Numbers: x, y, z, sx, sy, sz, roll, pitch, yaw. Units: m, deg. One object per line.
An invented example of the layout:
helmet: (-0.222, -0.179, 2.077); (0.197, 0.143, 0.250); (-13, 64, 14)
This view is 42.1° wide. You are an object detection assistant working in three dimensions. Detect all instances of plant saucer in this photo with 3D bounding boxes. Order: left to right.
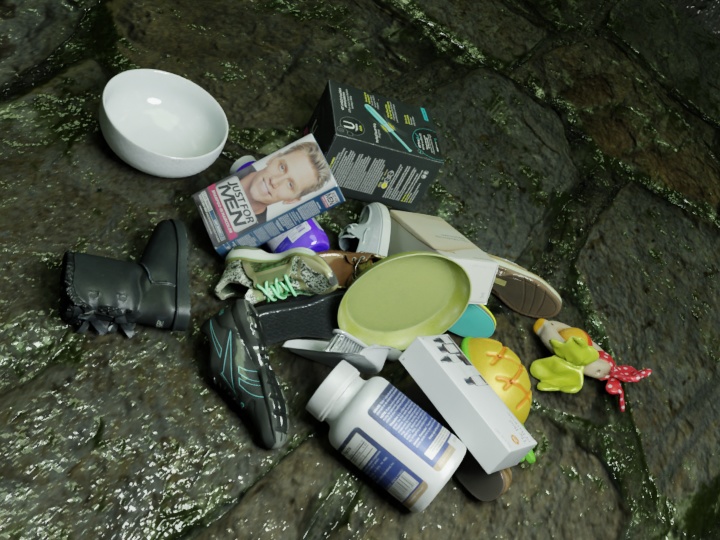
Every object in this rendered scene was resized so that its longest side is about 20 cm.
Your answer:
plant saucer: (0.060, 0.040, 1.338); (0.199, 0.201, 0.031); (7, 42, -27)

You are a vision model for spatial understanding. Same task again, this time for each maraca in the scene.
maraca: (0.199, 0.185, 1.354); (0.137, 0.107, 0.201); (18, 43, -55)

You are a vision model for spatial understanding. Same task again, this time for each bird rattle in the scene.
bird rattle: (0.366, 0.135, 1.523); (0.199, 0.113, 0.163); (8, 30, -30)

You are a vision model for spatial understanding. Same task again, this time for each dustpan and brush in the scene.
dustpan and brush: (0.003, 0.115, 1.317); (0.200, 0.139, 0.058); (33, 65, -49)

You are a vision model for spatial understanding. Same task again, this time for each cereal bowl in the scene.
cereal bowl: (-0.308, -0.214, 1.440); (0.199, 0.083, 0.201); (18, 42, -17)

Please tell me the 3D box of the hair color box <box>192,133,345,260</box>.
hair color box: (-0.134, -0.106, 1.368); (0.199, 0.061, 0.100); (-27, 68, 0)

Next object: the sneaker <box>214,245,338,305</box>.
sneaker: (-0.120, 0.022, 1.287); (0.089, 0.199, 0.077); (-58, 135, -36)

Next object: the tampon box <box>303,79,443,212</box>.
tampon box: (0.018, -0.211, 1.611); (0.199, 0.127, 0.151); (12, 44, -21)

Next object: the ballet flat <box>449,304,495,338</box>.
ballet flat: (0.121, 0.049, 1.477); (0.199, 0.067, 0.067); (19, 22, -14)

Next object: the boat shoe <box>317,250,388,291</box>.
boat shoe: (0.000, 0.000, 1.369); (0.198, 0.068, 0.073); (2, 74, -21)

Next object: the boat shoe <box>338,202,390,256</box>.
boat shoe: (0.001, -0.042, 1.478); (0.071, 0.070, 0.202); (22, 44, -17)

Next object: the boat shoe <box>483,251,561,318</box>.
boat shoe: (0.253, 0.011, 1.594); (0.199, 0.072, 0.076); (28, 29, -5)

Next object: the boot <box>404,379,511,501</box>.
boot: (0.137, 0.233, 1.314); (0.200, 0.074, 0.075); (51, 20, 20)

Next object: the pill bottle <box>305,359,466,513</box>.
pill bottle: (0.029, 0.211, 1.218); (0.200, 0.111, 0.111); (39, 41, 6)

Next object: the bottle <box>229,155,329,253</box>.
bottle: (-0.130, -0.090, 1.432); (0.200, 0.083, 0.065); (52, 10, 22)

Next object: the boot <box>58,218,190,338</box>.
boot: (-0.312, 0.001, 1.241); (0.161, 0.074, 0.199); (7, 47, -23)

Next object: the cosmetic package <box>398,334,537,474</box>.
cosmetic package: (0.144, 0.175, 1.262); (0.082, 0.051, 0.200); (-2, 46, -52)

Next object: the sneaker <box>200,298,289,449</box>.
sneaker: (-0.149, 0.140, 1.216); (0.079, 0.075, 0.201); (-21, 71, 5)

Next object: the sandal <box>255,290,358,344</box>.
sandal: (-0.081, 0.059, 1.330); (0.199, 0.076, 0.048); (-4, 34, -35)

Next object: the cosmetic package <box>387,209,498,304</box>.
cosmetic package: (0.119, -0.023, 1.475); (0.103, 0.074, 0.200); (6, 20, -28)
